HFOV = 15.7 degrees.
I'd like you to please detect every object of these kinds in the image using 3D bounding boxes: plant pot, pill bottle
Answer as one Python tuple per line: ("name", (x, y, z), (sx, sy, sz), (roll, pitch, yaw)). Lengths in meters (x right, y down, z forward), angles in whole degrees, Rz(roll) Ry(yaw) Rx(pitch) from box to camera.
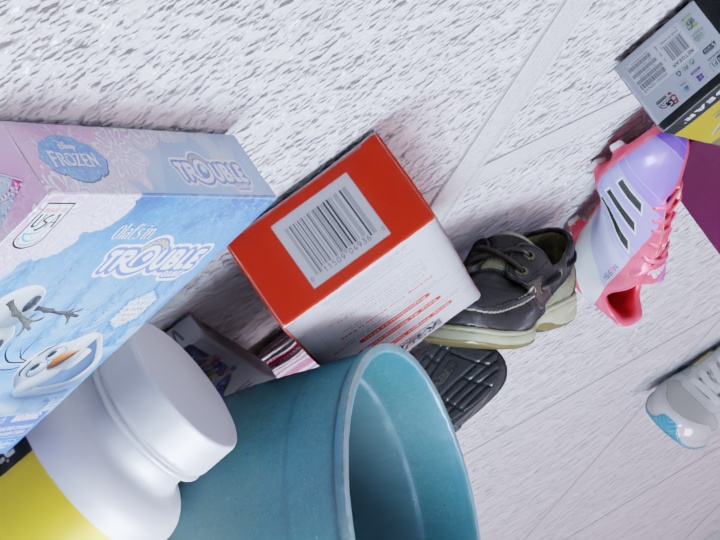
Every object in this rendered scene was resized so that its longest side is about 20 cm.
("plant pot", (-0.054, 0.154, 1.429), (0.187, 0.201, 0.200), (-11, 173, 20))
("pill bottle", (-0.163, 0.119, 1.338), (0.200, 0.112, 0.111), (-40, 165, 12))

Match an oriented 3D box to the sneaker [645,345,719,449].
("sneaker", (0.343, 0.107, 2.510), (0.200, 0.076, 0.081), (-27, 155, -50))

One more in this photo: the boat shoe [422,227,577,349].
("boat shoe", (0.089, 0.008, 1.648), (0.201, 0.071, 0.066), (-15, 112, -66))

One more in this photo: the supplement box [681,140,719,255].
("supplement box", (0.325, -0.093, 1.786), (0.199, 0.103, 0.131), (-23, 162, -39))

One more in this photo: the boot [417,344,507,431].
("boot", (0.022, 0.120, 1.842), (0.199, 0.070, 0.132), (-31, 170, 0))

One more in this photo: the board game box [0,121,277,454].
("board game box", (-0.159, 0.015, 1.161), (0.199, 0.043, 0.200), (-43, 163, 21))

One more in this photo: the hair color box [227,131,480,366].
("hair color box", (0.000, 0.000, 1.433), (0.101, 0.061, 0.200), (-36, 164, 0))

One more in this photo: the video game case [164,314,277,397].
("video game case", (-0.148, 0.105, 1.486), (0.200, 0.018, 0.143), (-38, 160, 5))

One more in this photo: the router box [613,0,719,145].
("router box", (0.259, -0.157, 1.543), (0.200, 0.052, 0.157), (-41, 165, 18))

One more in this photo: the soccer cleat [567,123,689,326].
("soccer cleat", (0.182, -0.032, 1.705), (0.066, 0.077, 0.200), (-29, 164, -23))

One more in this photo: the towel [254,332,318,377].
("towel", (-0.018, 0.062, 1.640), (0.146, 0.030, 0.200), (-37, 165, 7))
